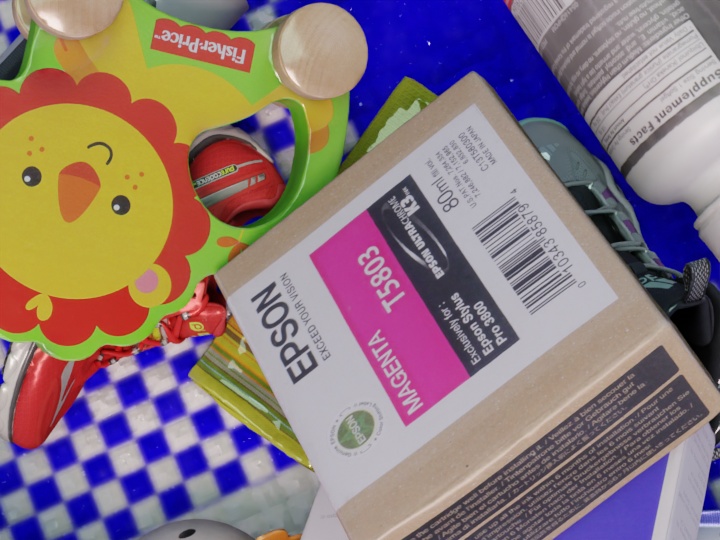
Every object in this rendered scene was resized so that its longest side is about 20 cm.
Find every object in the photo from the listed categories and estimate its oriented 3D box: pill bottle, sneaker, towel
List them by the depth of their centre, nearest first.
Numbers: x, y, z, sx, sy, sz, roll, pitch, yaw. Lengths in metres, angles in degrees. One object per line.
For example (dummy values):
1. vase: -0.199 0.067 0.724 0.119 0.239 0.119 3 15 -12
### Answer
1. sneaker: 0.130 0.004 0.915 0.077 0.140 0.201 -21 81 -16
2. pill bottle: 0.160 -0.104 0.953 0.110 0.111 0.201 -33 79 -3
3. sneaker: -0.110 0.015 0.970 0.085 0.077 0.201 36 84 4
4. towel: 0.000 0.000 0.992 0.086 0.018 0.201 34 83 8

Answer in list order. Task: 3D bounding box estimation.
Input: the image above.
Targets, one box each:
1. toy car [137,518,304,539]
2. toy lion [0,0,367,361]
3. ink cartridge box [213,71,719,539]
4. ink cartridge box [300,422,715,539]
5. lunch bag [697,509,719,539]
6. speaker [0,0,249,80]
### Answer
1. toy car: -0.100 0.174 0.900 0.199 0.177 0.184 -36 67 -16
2. toy lion: -0.109 -0.049 0.920 0.198 0.069 0.194 11 88 -18
3. ink cartridge box: 0.042 0.029 0.857 0.164 0.075 0.200 -37 44 5
4. ink cartridge box: 0.048 0.150 0.845 0.197 0.043 0.201 -8 44 34
5. lunch bag: 0.243 0.195 0.887 0.198 0.124 0.172 -4 78 11
6. speaker: -0.150 -0.093 0.989 0.081 0.081 0.200 41 84 10
